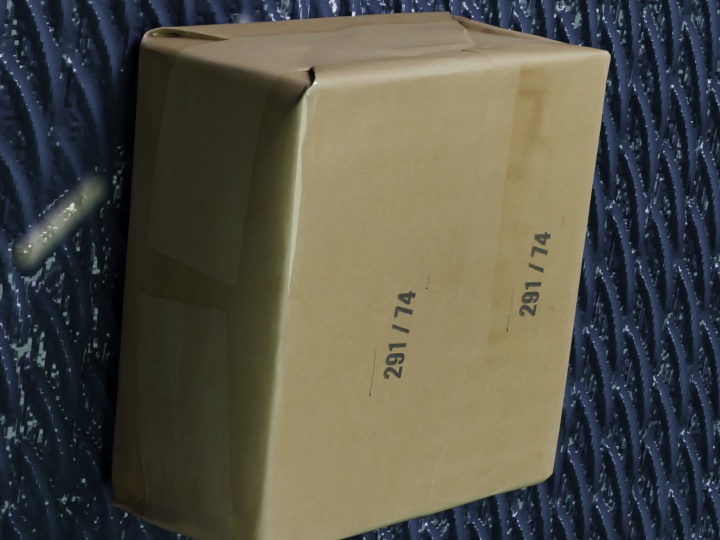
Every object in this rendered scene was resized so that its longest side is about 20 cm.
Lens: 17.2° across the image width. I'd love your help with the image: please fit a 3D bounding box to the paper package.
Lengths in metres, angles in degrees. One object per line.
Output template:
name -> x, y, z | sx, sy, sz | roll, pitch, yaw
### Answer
paper package -> 0.000, 0.000, 0.992 | 0.190, 0.103, 0.200 | -10, 111, -43
